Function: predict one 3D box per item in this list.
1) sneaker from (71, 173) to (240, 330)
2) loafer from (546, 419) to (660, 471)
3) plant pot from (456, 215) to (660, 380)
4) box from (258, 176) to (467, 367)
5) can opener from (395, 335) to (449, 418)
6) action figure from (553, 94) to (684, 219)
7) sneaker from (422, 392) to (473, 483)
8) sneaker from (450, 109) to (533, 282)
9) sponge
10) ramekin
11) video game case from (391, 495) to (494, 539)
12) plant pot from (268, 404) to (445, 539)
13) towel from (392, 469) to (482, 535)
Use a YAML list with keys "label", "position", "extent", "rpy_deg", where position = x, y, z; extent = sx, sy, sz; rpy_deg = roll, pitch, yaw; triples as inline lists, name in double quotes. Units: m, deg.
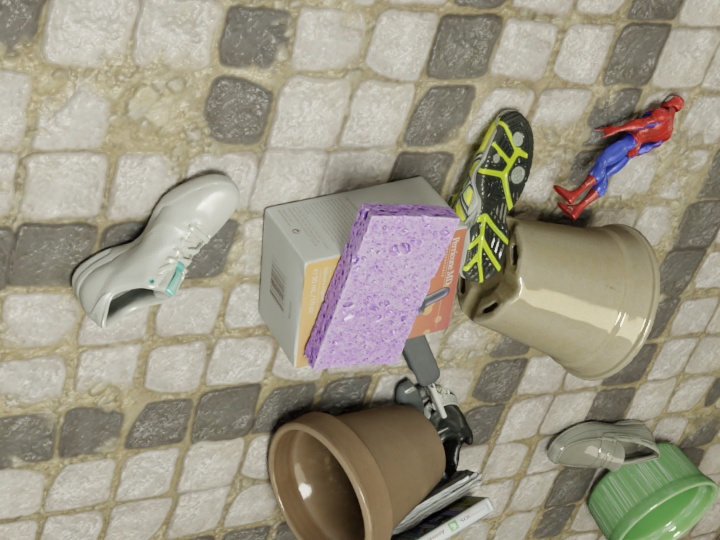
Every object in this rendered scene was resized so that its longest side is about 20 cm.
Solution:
- label: "sneaker"
  position: [-0.195, -0.012, 1.274]
  extent: [0.200, 0.089, 0.075]
  rpy_deg: [-39, 136, 1]
- label: "loafer"
  position: [0.372, 0.270, 1.908]
  extent: [0.200, 0.070, 0.070]
  rpy_deg: [-5, 128, -31]
- label: "plant pot"
  position: [0.227, 0.017, 1.525]
  extent: [0.183, 0.200, 0.201]
  rpy_deg: [16, 117, -28]
- label: "box"
  position: [0.000, 0.000, 1.401]
  extent: [0.200, 0.106, 0.152]
  rpy_deg: [-14, 132, -23]
- label: "can opener"
  position: [0.069, 0.126, 1.595]
  extent: [0.066, 0.053, 0.200]
  rpy_deg: [-28, 136, -10]
- label: "action figure"
  position: [0.318, -0.148, 1.529]
  extent: [0.200, 0.052, 0.065]
  rpy_deg: [-38, 143, -7]
- label: "sneaker"
  position: [0.079, 0.263, 1.690]
  extent: [0.066, 0.091, 0.200]
  rpy_deg: [24, 110, -46]
- label: "sneaker"
  position: [0.138, -0.090, 1.446]
  extent: [0.075, 0.076, 0.200]
  rpy_deg: [12, 101, -37]
- label: "sponge"
  position: [0.020, 0.019, 1.330]
  extent: [0.111, 0.030, 0.200]
  rpy_deg: [0, 125, -33]
- label: "ramekin"
  position: [0.463, 0.368, 2.016]
  extent: [0.200, 0.098, 0.200]
  rpy_deg: [-22, 144, -17]
- label: "video game case"
  position: [0.069, 0.344, 1.620]
  extent: [0.182, 0.022, 0.200]
  rpy_deg: [-28, 176, -13]
- label: "plant pot"
  position: [0.010, 0.254, 1.580]
  extent: [0.175, 0.200, 0.200]
  rpy_deg: [-21, 136, -36]
- label: "towel"
  position: [0.088, 0.313, 1.705]
  extent: [0.147, 0.024, 0.200]
  rpy_deg: [-29, 176, -7]
